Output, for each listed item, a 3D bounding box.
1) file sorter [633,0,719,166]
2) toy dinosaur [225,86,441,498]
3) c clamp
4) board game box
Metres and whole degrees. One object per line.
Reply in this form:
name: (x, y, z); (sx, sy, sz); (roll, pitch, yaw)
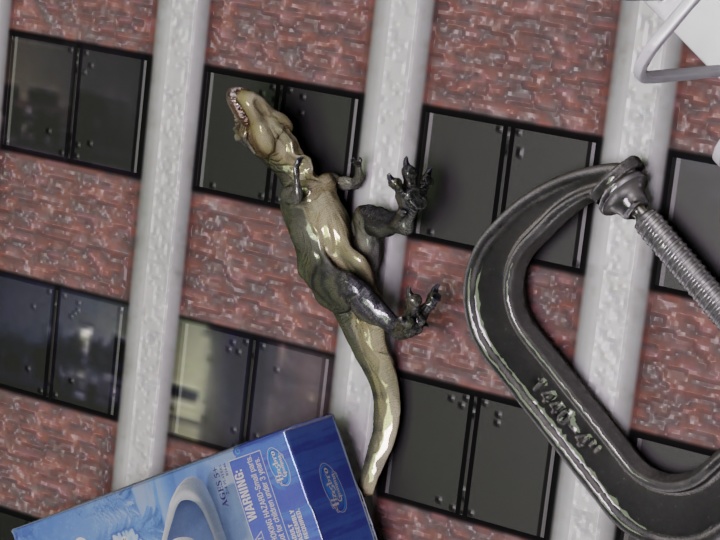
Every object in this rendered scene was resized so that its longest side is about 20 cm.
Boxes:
file sorter: (0.195, -0.089, 0.862); (0.200, 0.124, 0.139); (48, 118, 17)
toy dinosaur: (0.000, 0.000, 1.039); (0.088, 0.047, 0.201); (-21, 87, 49)
c clamp: (0.139, 0.029, 0.972); (0.200, 0.027, 0.171); (46, 121, 17)
board game box: (-0.064, 0.193, 1.092); (0.198, 0.043, 0.201); (-23, 84, 38)
